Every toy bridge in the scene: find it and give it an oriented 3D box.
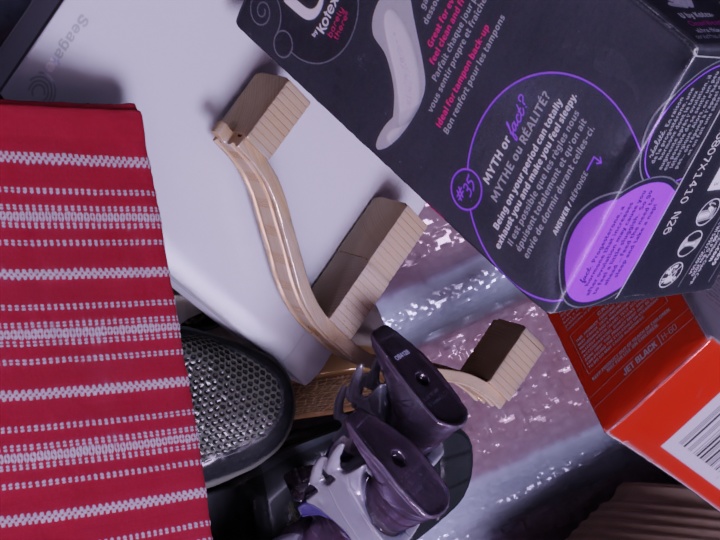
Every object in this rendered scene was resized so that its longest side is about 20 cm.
[{"bbox_3d":[0.000,0.000,1.020,0.200,0.027,0.067,44,74,-34],"label":"toy bridge"}]

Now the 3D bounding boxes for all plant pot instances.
[{"bbox_3d":[0.172,0.156,1.182,0.200,0.201,0.093,9,81,-20],"label":"plant pot"}]

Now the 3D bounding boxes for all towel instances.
[{"bbox_3d":[-0.112,0.031,0.879,0.022,0.201,0.144,-13,175,31],"label":"towel"}]

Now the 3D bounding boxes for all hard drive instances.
[{"bbox_3d":[-0.057,-0.060,1.001,0.200,0.026,0.132,41,75,-34],"label":"hard drive"}]

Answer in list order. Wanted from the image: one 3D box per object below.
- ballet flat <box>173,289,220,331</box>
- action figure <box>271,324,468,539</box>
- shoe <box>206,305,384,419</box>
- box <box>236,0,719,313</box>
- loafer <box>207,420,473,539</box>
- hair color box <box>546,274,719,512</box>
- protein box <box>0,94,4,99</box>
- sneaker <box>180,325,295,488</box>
[{"bbox_3d":[-0.145,0.008,1.035,0.199,0.069,0.068,-8,128,-9],"label":"ballet flat"},{"bbox_3d":[-0.027,0.119,1.025,0.069,0.130,0.200,40,127,2],"label":"action figure"},{"bbox_3d":[-0.083,0.049,1.096,0.199,0.054,0.070,-11,159,-3],"label":"shoe"},{"bbox_3d":[0.065,-0.092,0.928,0.106,0.200,0.123,-7,133,-48],"label":"box"},{"bbox_3d":[-0.039,0.104,1.132,0.199,0.072,0.073,-10,110,-31],"label":"loafer"},{"bbox_3d":[0.126,0.012,1.027,0.101,0.200,0.061,36,110,-32],"label":"hair color box"},{"bbox_3d":[-0.257,-0.004,0.871,0.199,0.199,0.135,-13,126,27],"label":"protein box"},{"bbox_3d":[-0.109,0.046,0.955,0.198,0.114,0.077,12,76,-21],"label":"sneaker"}]
